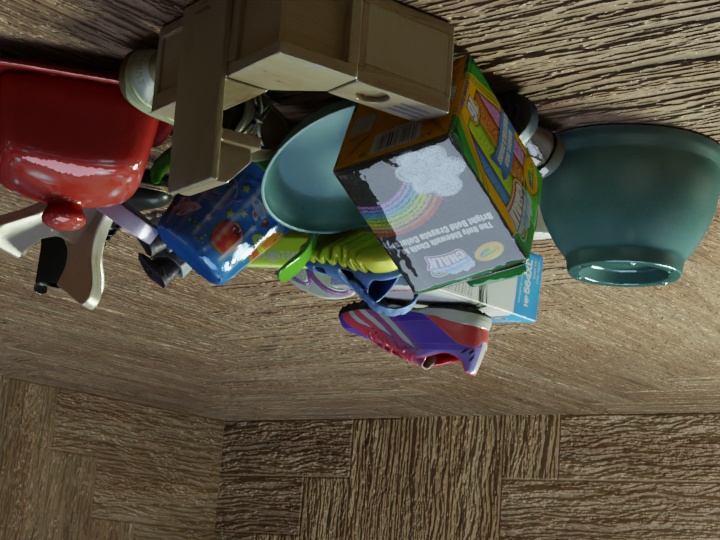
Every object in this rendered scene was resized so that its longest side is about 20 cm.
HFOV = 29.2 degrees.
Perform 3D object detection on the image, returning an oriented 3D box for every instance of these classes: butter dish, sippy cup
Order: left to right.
[{"bbox_3d":[-0.286,-0.112,1.364,0.200,0.148,0.199,7,168,-15],"label":"butter dish"},{"bbox_3d":[-0.141,-0.060,1.469,0.178,0.130,0.140,24,157,52],"label":"sippy cup"}]

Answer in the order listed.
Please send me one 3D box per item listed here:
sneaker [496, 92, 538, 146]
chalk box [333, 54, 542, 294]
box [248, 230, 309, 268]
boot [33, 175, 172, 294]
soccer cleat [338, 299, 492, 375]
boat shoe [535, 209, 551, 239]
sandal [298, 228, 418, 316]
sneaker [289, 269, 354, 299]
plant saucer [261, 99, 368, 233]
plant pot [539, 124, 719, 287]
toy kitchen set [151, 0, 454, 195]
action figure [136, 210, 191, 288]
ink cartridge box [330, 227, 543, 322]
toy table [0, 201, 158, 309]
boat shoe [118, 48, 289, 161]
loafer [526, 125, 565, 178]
[{"bbox_3d":[0.118,-0.102,1.366,0.082,0.070,0.200,16,142,-35],"label":"sneaker"},{"bbox_3d":[0.085,-0.070,1.259,0.125,0.124,0.200,-16,127,27],"label":"chalk box"},{"bbox_3d":[-0.109,-0.039,1.751,0.200,0.048,0.122,1,-164,10],"label":"box"},{"bbox_3d":[-0.315,-0.042,1.700,0.200,0.138,0.077,-6,163,34],"label":"boot"},{"bbox_3d":[0.054,0.075,1.568,0.200,0.073,0.068,3,168,35],"label":"soccer cleat"},{"bbox_3d":[0.155,-0.069,1.611,0.200,0.072,0.069,-1,169,-21],"label":"boat shoe"},{"bbox_3d":[0.000,0.000,1.467,0.079,0.087,0.200,-30,-160,-18],"label":"sandal"},{"bbox_3d":[-0.002,-0.006,1.853,0.200,0.075,0.100,-5,-175,-8],"label":"sneaker"},{"bbox_3d":[-0.007,-0.112,1.379,0.200,0.036,0.200,-15,148,-10],"label":"plant saucer"},{"bbox_3d":[0.279,-0.058,1.450,0.200,0.134,0.200,4,168,1],"label":"plant pot"},{"bbox_3d":[-0.057,-0.132,1.167,0.180,0.163,0.200,14,164,-36],"label":"toy kitchen set"},{"bbox_3d":[-0.167,-0.062,1.622,0.200,0.069,0.130,-27,146,-25],"label":"action figure"},{"bbox_3d":[0.089,0.001,1.576,0.200,0.084,0.146,19,166,-42],"label":"ink cartridge box"},{"bbox_3d":[-0.320,-0.049,1.518,0.184,0.117,0.200,37,178,-43],"label":"toy table"},{"bbox_3d":[-0.133,-0.156,1.302,0.063,0.073,0.201,-1,159,43],"label":"boat shoe"},{"bbox_3d":[0.117,-0.114,1.436,0.200,0.072,0.063,-17,139,42],"label":"loafer"}]
